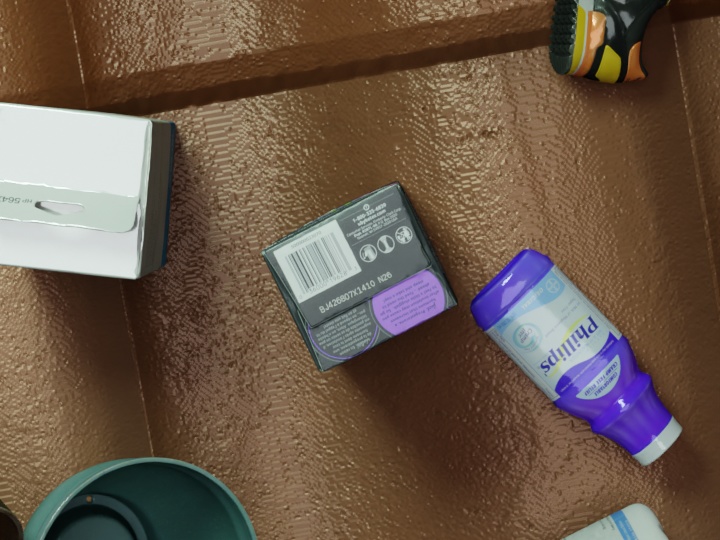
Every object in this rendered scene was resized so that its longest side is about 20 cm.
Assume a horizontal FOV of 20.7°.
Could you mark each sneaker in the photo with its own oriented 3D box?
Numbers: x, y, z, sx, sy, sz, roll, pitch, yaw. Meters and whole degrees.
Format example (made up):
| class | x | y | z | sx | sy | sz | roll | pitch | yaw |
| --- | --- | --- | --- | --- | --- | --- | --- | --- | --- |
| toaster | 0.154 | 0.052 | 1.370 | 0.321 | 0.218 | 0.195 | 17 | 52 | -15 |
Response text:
| class | x | y | z | sx | sy | sz | roll | pitch | yaw |
| --- | --- | --- | --- | --- | --- | --- | --- | --- | --- |
| sneaker | 0.218 | -0.253 | 1.631 | 0.090 | 0.070 | 0.201 | 11 | 93 | -15 |

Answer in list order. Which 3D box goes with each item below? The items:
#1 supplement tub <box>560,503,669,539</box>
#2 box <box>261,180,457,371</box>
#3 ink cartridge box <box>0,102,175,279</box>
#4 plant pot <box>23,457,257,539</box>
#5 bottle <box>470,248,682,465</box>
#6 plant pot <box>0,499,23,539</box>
| class | x | y | z | sx | sy | sz | roll | pitch | yaw |
| --- | --- | --- | --- | --- | --- | --- | --- | --- | --- |
| supplement tub | 0.174 | 0.290 | 1.618 | 0.199 | 0.132 | 0.132 | -26 | 92 | 2 |
| box | 0.000 | 0.000 | 1.570 | 0.122 | 0.200 | 0.106 | -26 | 92 | 1 |
| ink cartridge box | -0.223 | -0.064 | 1.568 | 0.128 | 0.200 | 0.126 | 5 | 93 | 0 |
| plant pot | -0.199 | 0.245 | 1.598 | 0.199 | 0.134 | 0.202 | -1 | 92 | -30 |
| bottle | 0.183 | 0.076 | 1.640 | 0.084 | 0.065 | 0.200 | -43 | 92 | 1 |
| plant pot | -0.390 | 0.174 | 1.513 | 0.187 | 0.187 | 0.200 | -42 | 63 | 2 |
